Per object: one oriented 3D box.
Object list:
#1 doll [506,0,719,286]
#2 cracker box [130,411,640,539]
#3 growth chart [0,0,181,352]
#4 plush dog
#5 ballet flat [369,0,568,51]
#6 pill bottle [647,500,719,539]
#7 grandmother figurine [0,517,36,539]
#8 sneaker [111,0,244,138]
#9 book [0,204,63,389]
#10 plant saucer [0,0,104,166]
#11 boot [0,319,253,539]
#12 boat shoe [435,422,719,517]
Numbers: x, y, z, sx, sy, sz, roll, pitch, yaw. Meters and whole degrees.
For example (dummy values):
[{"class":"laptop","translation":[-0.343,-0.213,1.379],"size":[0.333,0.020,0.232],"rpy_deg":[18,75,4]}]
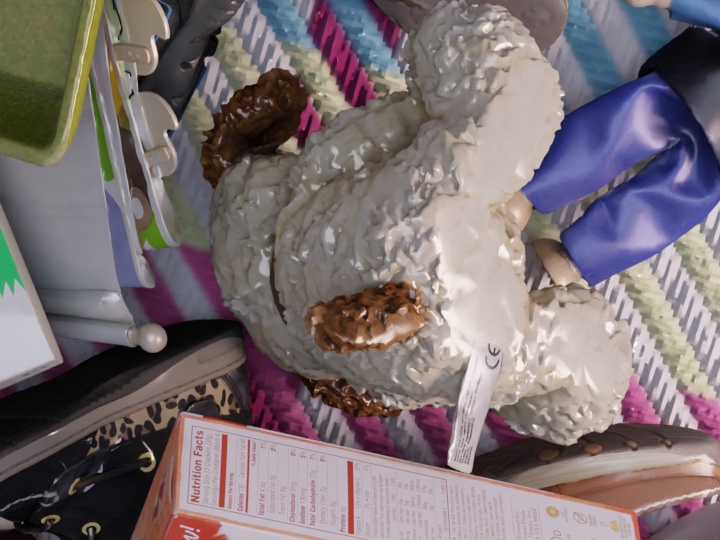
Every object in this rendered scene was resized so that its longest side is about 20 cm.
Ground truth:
[{"class":"doll","translation":[0.154,-0.074,0.901],"size":[0.199,0.048,0.137],"rpy_deg":[-33,98,7]},{"class":"cracker box","translation":[0.001,0.141,0.823],"size":[0.198,0.058,0.135],"rpy_deg":[14,130,-12]},{"class":"growth chart","translation":[-0.133,-0.056,0.874],"size":[0.144,0.018,0.202],"rpy_deg":[12,115,31]},{"class":"plush dog","translation":[0.000,0.000,0.865],"size":[0.160,0.171,0.202],"rpy_deg":[-28,107,-34]},{"class":"ballet flat","translation":[0.000,-0.151,0.896],"size":[0.198,0.047,0.068],"rpy_deg":[19,129,-4]},{"class":"pill bottle","translation":[0.198,0.213,0.916],"size":[0.112,0.112,0.201],"rpy_deg":[-35,97,7]},{"class":"grandmother figurine","translation":[-0.182,0.161,0.944],"size":[0.120,0.061,0.202],"rpy_deg":[18,100,4]},{"class":"sneaker","translation":[-0.082,-0.137,0.847],"size":[0.081,0.073,0.200],"rpy_deg":[28,129,-7]},{"class":"book","translation":[-0.245,0.018,0.863],"size":[0.199,0.048,0.135],"rpy_deg":[-24,83,-2]},{"class":"plant saucer","translation":[-0.169,-0.161,0.820],"size":[0.198,0.048,0.202],"rpy_deg":[17,98,25]},{"class":"boot","translation":[-0.116,0.123,0.894],"size":[0.199,0.073,0.152],"rpy_deg":[-28,110,-38]},{"class":"boat shoe","translation":[0.074,0.119,0.924],"size":[0.198,0.076,0.072],"rpy_deg":[-14,94,14]}]
